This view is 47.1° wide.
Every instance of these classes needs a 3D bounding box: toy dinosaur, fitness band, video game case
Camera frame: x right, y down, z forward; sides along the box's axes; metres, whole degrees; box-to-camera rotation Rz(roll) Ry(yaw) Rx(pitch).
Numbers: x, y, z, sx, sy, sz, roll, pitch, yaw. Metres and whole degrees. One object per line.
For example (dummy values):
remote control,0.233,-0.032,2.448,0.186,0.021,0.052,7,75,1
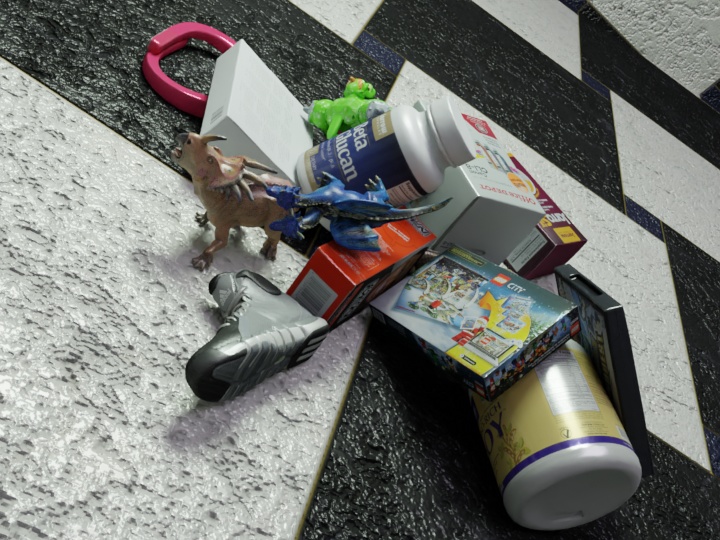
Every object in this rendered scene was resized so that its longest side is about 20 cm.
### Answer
toy dinosaur,-0.116,-0.079,0.898,0.200,0.136,0.086,-4,52,-47
fitness band,-0.214,-0.273,1.133,0.144,0.037,0.200,38,34,-6
video game case,0.276,0.109,0.950,0.181,0.025,0.200,-103,178,-75

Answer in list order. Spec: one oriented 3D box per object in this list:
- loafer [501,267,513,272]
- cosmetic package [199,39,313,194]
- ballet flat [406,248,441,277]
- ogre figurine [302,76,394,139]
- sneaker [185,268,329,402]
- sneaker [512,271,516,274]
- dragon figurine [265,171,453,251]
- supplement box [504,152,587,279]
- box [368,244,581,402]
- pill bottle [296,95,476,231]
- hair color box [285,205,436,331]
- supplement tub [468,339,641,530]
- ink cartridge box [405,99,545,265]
loafer,0.214,0.076,1.046,0.067,0.076,0.200,-36,99,-48
cosmetic package,-0.125,-0.183,1.050,0.151,0.052,0.200,43,27,-31
ballet flat,0.116,0.020,1.081,0.200,0.067,0.046,26,67,-24
ogre figurine,0.011,-0.191,1.104,0.120,0.098,0.200,25,9,-46
sneaker,-0.124,0.054,0.801,0.115,0.075,0.200,44,23,17
sneaker,0.252,0.071,1.122,0.076,0.081,0.200,1,47,-41
dragon figurine,-0.001,-0.058,0.864,0.200,0.059,0.099,11,26,-8
supplement box,0.245,-0.088,1.302,0.110,0.086,0.200,-9,56,-49
box,0.122,0.051,0.918,0.137,0.038,0.200,-33,37,-21
pill bottle,0.033,-0.132,1.002,0.111,0.200,0.111,56,20,-32
hair color box,0.000,0.000,0.946,0.061,0.102,0.200,44,34,10
supplement tub,0.202,0.162,0.904,0.145,0.145,0.200,17,38,-29
ink cartridge box,0.130,-0.110,1.164,0.145,0.145,0.200,9,44,-39
